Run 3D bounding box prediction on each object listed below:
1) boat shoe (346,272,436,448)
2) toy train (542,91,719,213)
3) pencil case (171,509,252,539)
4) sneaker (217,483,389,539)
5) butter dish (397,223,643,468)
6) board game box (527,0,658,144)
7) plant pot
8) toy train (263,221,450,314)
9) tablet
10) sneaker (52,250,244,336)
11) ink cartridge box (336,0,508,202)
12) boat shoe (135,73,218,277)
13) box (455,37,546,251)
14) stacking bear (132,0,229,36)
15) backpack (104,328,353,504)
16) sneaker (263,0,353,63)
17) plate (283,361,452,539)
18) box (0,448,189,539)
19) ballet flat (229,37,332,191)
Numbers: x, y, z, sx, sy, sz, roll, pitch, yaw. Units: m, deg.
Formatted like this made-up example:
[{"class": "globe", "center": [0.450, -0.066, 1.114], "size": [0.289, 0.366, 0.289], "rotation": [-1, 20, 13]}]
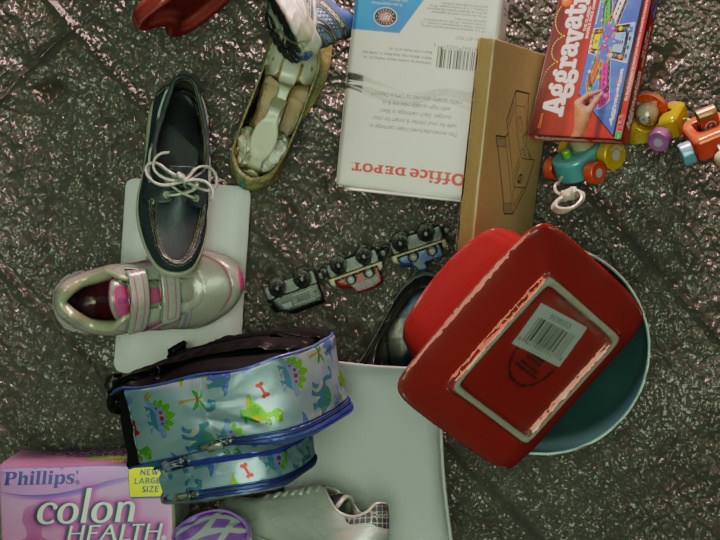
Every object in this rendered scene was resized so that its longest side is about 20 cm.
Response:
[{"class": "boat shoe", "center": [0.034, 0.097, 1.649], "size": [0.070, 0.066, 0.200], "rotation": [29, 96, 1]}, {"class": "toy train", "center": [0.266, -0.127, 1.583], "size": [0.199, 0.150, 0.056], "rotation": [-20, 114, 8]}, {"class": "pencil case", "center": [-0.139, 0.333, 1.630], "size": [0.085, 0.084, 0.201], "rotation": [-18, 122, -21]}, {"class": "sneaker", "center": [-0.056, 0.247, 1.638], "size": [0.199, 0.076, 0.081], "rotation": [11, 92, 32]}, {"class": "butter dish", "center": [0.120, 0.044, 1.476], "size": [0.200, 0.148, 0.200], "rotation": [-48, 132, 5]}, {"class": "board game box", "center": [0.231, -0.221, 1.594], "size": [0.103, 0.019, 0.201], "rotation": [6, 77, 37]}, {"class": "plant pot", "center": [0.175, 0.070, 1.607], "size": [0.199, 0.135, 0.201], "rotation": [0, 93, 3]}, {"class": "toy train", "center": [0.000, 0.000, 1.661], "size": [0.199, 0.034, 0.046], "rotation": [-20, 96, 4]}, {"class": "tablet", "center": [-0.182, 0.010, 1.681], "size": [0.130, 0.014, 0.201], "rotation": [4, 94, 2]}, {"class": "sneaker", "center": [-0.215, 0.029, 1.632], "size": [0.199, 0.088, 0.082], "rotation": [-11, 93, 3]}, {"class": "ink cartridge box", "center": [0.062, -0.173, 1.616], "size": [0.145, 0.084, 0.201], "rotation": [7, 95, 9]}, {"class": "boat shoe", "center": [-0.178, -0.095, 1.616], "size": [0.075, 0.062, 0.201], "rotation": [9, 70, -14]}, {"class": "box", "center": [0.141, -0.116, 1.587], "size": [0.021, 0.163, 0.201], "rotation": [7, 94, 26]}, {"class": "stacking bear", "center": [-0.207, -0.346, 1.614], "size": [0.114, 0.121, 0.200], "rotation": [-34, 82, 17]}, {"class": "backpack", "center": [-0.111, 0.134, 1.565], "size": [0.199, 0.183, 0.147], "rotation": [-14, 95, 21]}, {"class": "sneaker", "center": [-0.070, -0.299, 1.625], "size": [0.085, 0.077, 0.200], "rotation": [-20, 75, -20]}, {"class": "plate", "center": [0.007, 0.182, 1.629], "size": [0.199, 0.032, 0.201], "rotation": [3, 104, 33]}, {"class": "box", "center": [-0.264, 0.285, 1.661], "size": [0.175, 0.097, 0.201], "rotation": [-1, 93, 3]}, {"class": "ballet flat", "center": [-0.079, -0.173, 1.638], "size": [0.070, 0.071, 0.201], "rotation": [22, 94, 1]}]
